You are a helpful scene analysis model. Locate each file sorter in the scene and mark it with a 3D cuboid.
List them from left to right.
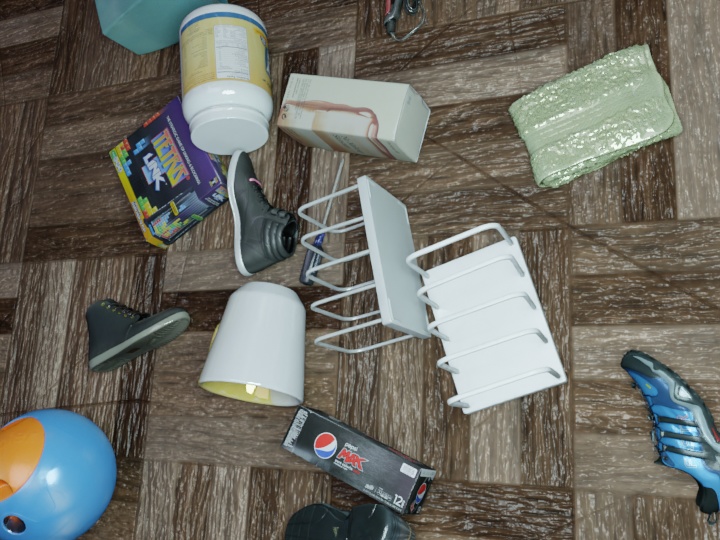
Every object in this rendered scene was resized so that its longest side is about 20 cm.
[{"bbox_3d":[0.000,0.000,1.000,0.124,0.139,0.202,-17,71,22],"label":"file sorter"},{"bbox_3d":[0.154,0.059,0.917,0.138,0.124,0.202,-21,69,17],"label":"file sorter"}]

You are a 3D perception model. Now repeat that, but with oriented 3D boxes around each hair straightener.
[{"bbox_3d":[0.073,-0.453,1.135,0.076,0.041,0.202,0,77,24],"label":"hair straightener"}]

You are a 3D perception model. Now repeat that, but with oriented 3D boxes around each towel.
[{"bbox_3d":[0.310,-0.208,0.973,0.199,0.036,0.150,-23,68,17],"label":"towel"}]

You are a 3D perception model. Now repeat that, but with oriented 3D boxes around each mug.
[{"bbox_3d":[-0.160,0.101,1.045,0.185,0.150,0.155,3,70,17],"label":"mug"}]

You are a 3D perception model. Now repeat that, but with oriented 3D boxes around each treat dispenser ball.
[{"bbox_3d":[-0.470,0.311,1.090,0.199,0.201,0.203,-6,75,22],"label":"treat dispenser ball"}]

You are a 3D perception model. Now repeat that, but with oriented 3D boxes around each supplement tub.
[{"bbox_3d":[-0.215,-0.304,1.165,0.143,0.145,0.202,-13,72,20],"label":"supplement tub"}]

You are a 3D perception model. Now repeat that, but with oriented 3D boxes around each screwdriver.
[{"bbox_3d":[-0.051,-0.073,1.102,0.029,0.028,0.202,21,84,-4],"label":"screwdriver"}]

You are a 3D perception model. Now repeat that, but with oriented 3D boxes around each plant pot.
[{"bbox_3d":[-0.364,-0.487,1.286,0.199,0.141,0.142,-30,67,22],"label":"plant pot"}]

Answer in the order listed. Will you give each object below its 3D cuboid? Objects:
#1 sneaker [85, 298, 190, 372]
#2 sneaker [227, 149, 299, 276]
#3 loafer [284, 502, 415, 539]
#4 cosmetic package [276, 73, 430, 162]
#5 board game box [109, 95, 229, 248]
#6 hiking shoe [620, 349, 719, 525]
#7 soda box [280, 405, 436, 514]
[{"bbox_3d":[-0.371,0.079,1.174,0.199,0.075,0.107,-26,71,17],"label":"sneaker"},{"bbox_3d":[-0.147,-0.098,1.129,0.098,0.071,0.202,-11,79,19],"label":"sneaker"},{"bbox_3d":[-0.019,0.350,0.956,0.199,0.072,0.073,-15,53,41],"label":"loafer"},{"bbox_3d":[-0.010,-0.227,1.081,0.198,0.103,0.088,12,83,27],"label":"cosmetic package"},{"bbox_3d":[-0.319,-0.166,1.226,0.165,0.057,0.201,-36,66,13],"label":"board game box"},{"bbox_3d":[0.360,0.182,0.830,0.087,0.074,0.200,-41,65,8],"label":"hiking shoe"},{"bbox_3d":[-0.004,0.252,0.972,0.199,0.071,0.064,22,83,27],"label":"soda box"}]
